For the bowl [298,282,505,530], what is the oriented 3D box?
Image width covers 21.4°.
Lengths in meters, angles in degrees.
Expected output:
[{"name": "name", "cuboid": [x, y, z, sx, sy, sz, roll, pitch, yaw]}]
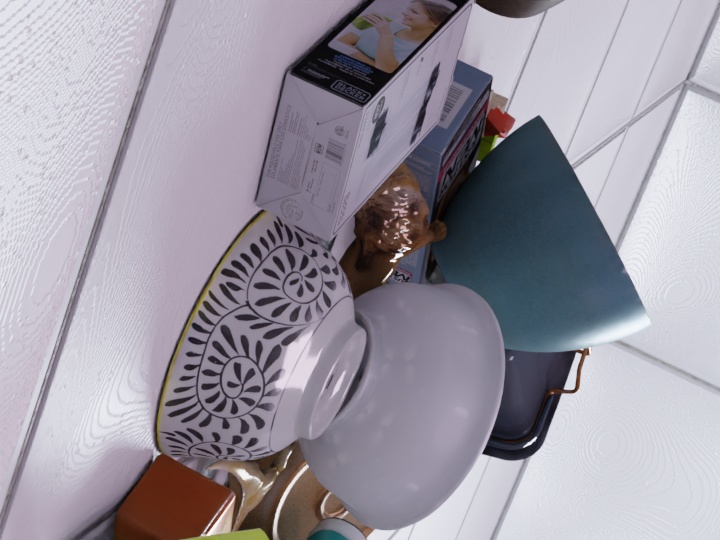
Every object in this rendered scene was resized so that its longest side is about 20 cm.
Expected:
[{"name": "bowl", "cuboid": [0.011, 0.090, 1.452, 0.201, 0.090, 0.202, -33, -136, 40]}]

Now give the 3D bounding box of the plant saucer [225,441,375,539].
[{"name": "plant saucer", "cuboid": [-0.029, 0.188, 1.626, 0.199, 0.035, 0.201, -24, 134, -27]}]

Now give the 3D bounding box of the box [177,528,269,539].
[{"name": "box", "cuboid": [-0.135, 0.249, 1.308, 0.121, 0.048, 0.200, -4, 137, -38]}]

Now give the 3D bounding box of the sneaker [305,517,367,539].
[{"name": "sneaker", "cuboid": [-0.052, 0.314, 1.585, 0.121, 0.083, 0.201, -45, 153, -52]}]

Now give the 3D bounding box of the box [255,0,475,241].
[{"name": "box", "cuboid": [0.006, -0.121, 1.342, 0.200, 0.060, 0.117, -49, 160, -50]}]

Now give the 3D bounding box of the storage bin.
[{"name": "storage bin", "cuboid": [0.136, 0.052, 1.739, 0.135, 0.145, 0.201, 78, 30, -53]}]

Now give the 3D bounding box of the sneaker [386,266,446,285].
[{"name": "sneaker", "cuboid": [0.057, -0.011, 1.762, 0.200, 0.073, 0.116, -62, 165, -45]}]

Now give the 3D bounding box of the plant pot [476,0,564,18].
[{"name": "plant pot", "cuboid": [0.141, -0.280, 1.381, 0.187, 0.186, 0.200, -56, 179, -35]}]

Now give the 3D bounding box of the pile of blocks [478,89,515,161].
[{"name": "pile of blocks", "cuboid": [0.103, -0.127, 1.720, 0.082, 0.062, 0.200, -66, 167, 6]}]

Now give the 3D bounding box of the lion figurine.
[{"name": "lion figurine", "cuboid": [0.000, 0.000, 1.531, 0.122, 0.072, 0.201, -14, 133, -64]}]

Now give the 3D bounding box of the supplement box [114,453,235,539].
[{"name": "supplement box", "cuboid": [-0.140, 0.224, 1.394, 0.069, 0.066, 0.201, -55, 163, -36]}]

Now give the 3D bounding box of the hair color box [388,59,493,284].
[{"name": "hair color box", "cuboid": [0.055, -0.081, 1.619, 0.099, 0.060, 0.200, -56, 165, -32]}]

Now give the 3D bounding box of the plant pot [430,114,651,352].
[{"name": "plant pot", "cuboid": [0.139, -0.010, 1.598, 0.134, 0.201, 0.200, -29, 167, 4]}]

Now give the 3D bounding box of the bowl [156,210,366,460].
[{"name": "bowl", "cuboid": [-0.056, 0.061, 1.364, 0.201, 0.094, 0.201, -60, 167, -24]}]

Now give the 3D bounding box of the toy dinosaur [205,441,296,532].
[{"name": "toy dinosaur", "cuboid": [-0.085, 0.161, 1.484, 0.200, 0.058, 0.102, 105, 6, -64]}]
